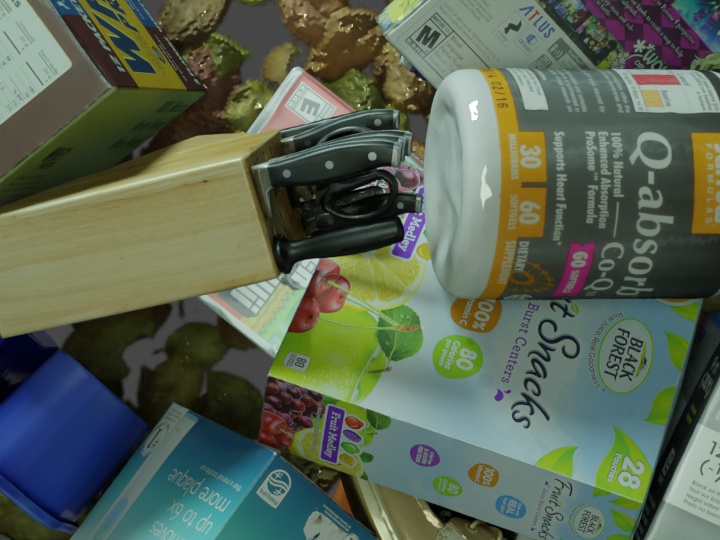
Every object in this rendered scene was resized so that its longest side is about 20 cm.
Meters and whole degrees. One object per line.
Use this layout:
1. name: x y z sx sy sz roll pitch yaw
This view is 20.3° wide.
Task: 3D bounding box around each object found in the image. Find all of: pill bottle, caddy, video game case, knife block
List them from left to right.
1. caddy: -0.199 0.080 1.110 0.141 0.200 0.105 42 83 7
2. knife block: -0.072 -0.025 0.996 0.199 0.175 0.064 -22 103 -29
3. video game case: 0.000 0.000 1.154 0.200 0.017 0.143 38 99 5
4. video game case: 0.138 -0.124 1.065 0.181 0.036 0.200 -42 116 12
5. pill bottle: 0.138 -0.044 1.019 0.198 0.116 0.117 -1 94 -10

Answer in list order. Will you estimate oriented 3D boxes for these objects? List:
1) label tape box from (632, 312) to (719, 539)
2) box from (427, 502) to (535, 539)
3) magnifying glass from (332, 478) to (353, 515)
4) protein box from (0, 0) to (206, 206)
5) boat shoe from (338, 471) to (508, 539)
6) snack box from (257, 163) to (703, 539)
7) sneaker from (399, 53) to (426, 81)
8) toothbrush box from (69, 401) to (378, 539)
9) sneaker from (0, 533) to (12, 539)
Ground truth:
1. label tape box: 0.199 0.075 1.058 0.066 0.143 0.201 22 98 2
2. box: 0.069 0.225 1.134 0.193 0.048 0.201 -36 91 4
3. magnifying glass: -0.029 0.195 1.173 0.079 0.022 0.201 24 99 7
4. protein box: -0.220 -0.091 1.093 0.200 0.199 0.135 -37 88 10
5. boat shoe: 0.056 0.168 1.079 0.069 0.074 0.201 -29 88 -9
6. snack box: 0.068 0.042 1.055 0.199 0.169 0.068 18 141 6
7. sneaker: 0.113 -0.151 1.097 0.199 0.081 0.084 -27 103 14
8. toothbrush box: -0.105 0.184 1.066 0.085 0.146 0.200 41 79 -25
9. sneaker: -0.212 0.261 1.160 0.073 0.116 0.201 -18 92 9
